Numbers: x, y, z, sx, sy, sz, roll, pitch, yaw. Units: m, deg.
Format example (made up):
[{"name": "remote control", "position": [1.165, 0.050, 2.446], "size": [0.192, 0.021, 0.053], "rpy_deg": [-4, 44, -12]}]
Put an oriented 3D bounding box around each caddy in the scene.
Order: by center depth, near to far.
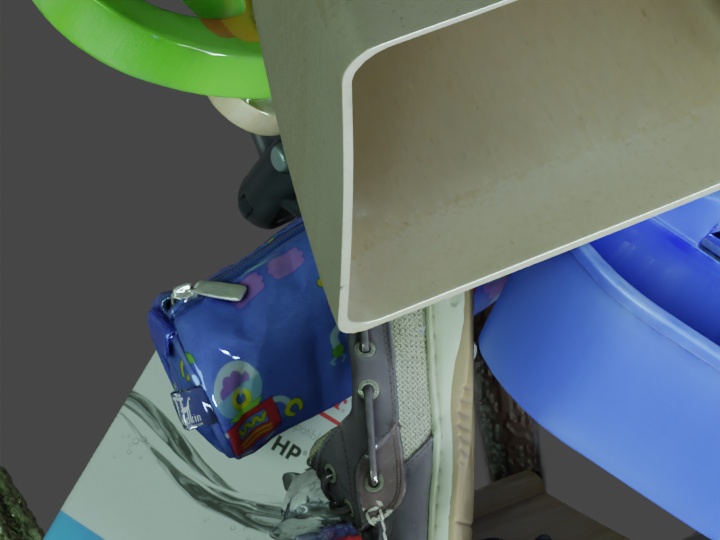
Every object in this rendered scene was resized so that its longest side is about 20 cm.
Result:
[{"name": "caddy", "position": [0.145, 0.019, 1.128], "size": [0.200, 0.141, 0.105], "rpy_deg": [33, 121, -1]}]

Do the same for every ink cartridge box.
[{"name": "ink cartridge box", "position": [-0.049, 0.087, 1.274], "size": [0.116, 0.067, 0.200], "rpy_deg": [29, 87, 24]}]

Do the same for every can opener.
[{"name": "can opener", "position": [-0.005, -0.072, 1.233], "size": [0.079, 0.063, 0.200], "rpy_deg": [54, 150, 1]}]

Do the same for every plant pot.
[{"name": "plant pot", "position": [0.049, -0.126, 1.012], "size": [0.200, 0.199, 0.177], "rpy_deg": [91, 155, -63]}]

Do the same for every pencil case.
[{"name": "pencil case", "position": [0.000, 0.000, 1.208], "size": [0.078, 0.200, 0.087], "rpy_deg": [50, 169, 49]}]

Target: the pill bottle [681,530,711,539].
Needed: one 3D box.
[{"name": "pill bottle", "position": [0.128, 0.172, 1.143], "size": [0.114, 0.200, 0.114], "rpy_deg": [6, 102, 31]}]

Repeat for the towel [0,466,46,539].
[{"name": "towel", "position": [-0.170, 0.202, 1.397], "size": [0.200, 0.036, 0.149], "rpy_deg": [57, 136, 30]}]

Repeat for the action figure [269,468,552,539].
[{"name": "action figure", "position": [-0.017, 0.175, 1.182], "size": [0.105, 0.199, 0.194], "rpy_deg": [163, 103, -74]}]

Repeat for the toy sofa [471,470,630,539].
[{"name": "toy sofa", "position": [0.036, 0.189, 1.275], "size": [0.097, 0.083, 0.201], "rpy_deg": [28, 112, 30]}]

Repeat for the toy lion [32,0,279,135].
[{"name": "toy lion", "position": [-0.109, -0.164, 1.200], "size": [0.069, 0.191, 0.200], "rpy_deg": [-50, 42, 40]}]

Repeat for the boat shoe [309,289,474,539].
[{"name": "boat shoe", "position": [0.012, 0.074, 1.129], "size": [0.065, 0.072, 0.201], "rpy_deg": [1, 74, 5]}]
